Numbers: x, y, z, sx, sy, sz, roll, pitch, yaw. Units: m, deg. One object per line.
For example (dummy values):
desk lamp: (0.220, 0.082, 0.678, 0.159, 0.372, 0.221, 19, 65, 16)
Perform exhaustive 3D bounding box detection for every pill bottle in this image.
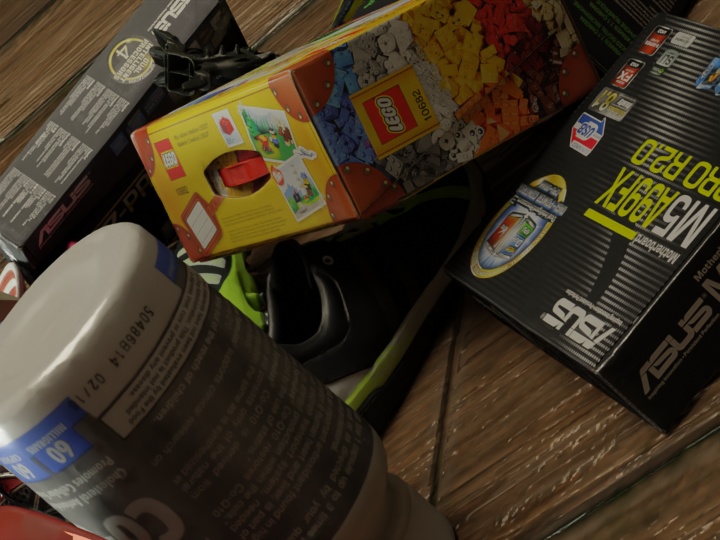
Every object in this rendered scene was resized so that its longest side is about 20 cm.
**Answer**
pill bottle: (-0.061, 0.083, 1.110, 0.114, 0.200, 0.114, -41, 21, 19)

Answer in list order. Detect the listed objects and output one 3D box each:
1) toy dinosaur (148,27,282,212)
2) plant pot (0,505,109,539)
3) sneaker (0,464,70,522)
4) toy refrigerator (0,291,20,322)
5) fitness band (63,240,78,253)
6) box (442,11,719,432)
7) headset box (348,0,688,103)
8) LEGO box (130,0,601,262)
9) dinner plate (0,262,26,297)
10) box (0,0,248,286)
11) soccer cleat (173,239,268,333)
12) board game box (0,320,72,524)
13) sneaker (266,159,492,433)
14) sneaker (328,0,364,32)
toy dinosaur: (-0.048, -0.098, 1.534, 0.200, 0.135, 0.103, 138, 124, -70)
plant pot: (-0.088, 0.210, 0.990, 0.200, 0.200, 0.178, -1, 61, 63)
sneaker: (-0.169, 0.087, 1.214, 0.200, 0.075, 0.081, -32, 61, 36)
toy refrigerator: (-0.248, 0.107, 1.470, 0.070, 0.076, 0.201, 15, 100, 49)
fitness band: (-0.169, 0.061, 1.526, 0.200, 0.037, 0.144, -139, 67, -75)
box: (0.130, -0.028, 1.138, 0.160, 0.044, 0.200, -49, 20, -1)
headset box: (0.106, -0.176, 1.378, 0.200, 0.093, 0.174, -57, 21, -17)
LEGO box: (-0.002, -0.077, 1.280, 0.149, 0.077, 0.200, -29, 7, -26)
dinner plate: (-0.222, 0.095, 1.585, 0.200, 0.024, 0.201, -166, 90, -76)
box: (-0.143, -0.071, 1.636, 0.200, 0.049, 0.161, -52, -23, -11)
soccer cleat: (-0.093, 0.017, 1.462, 0.081, 0.068, 0.200, -17, 24, -2)
board game box: (-0.180, 0.144, 1.307, 0.196, 0.056, 0.201, -33, 60, 37)
sneaker: (0.000, 0.000, 1.298, 0.072, 0.083, 0.200, -25, 31, 47)
sneaker: (0.023, -0.144, 1.557, 0.200, 0.078, 0.066, 141, 151, -78)
